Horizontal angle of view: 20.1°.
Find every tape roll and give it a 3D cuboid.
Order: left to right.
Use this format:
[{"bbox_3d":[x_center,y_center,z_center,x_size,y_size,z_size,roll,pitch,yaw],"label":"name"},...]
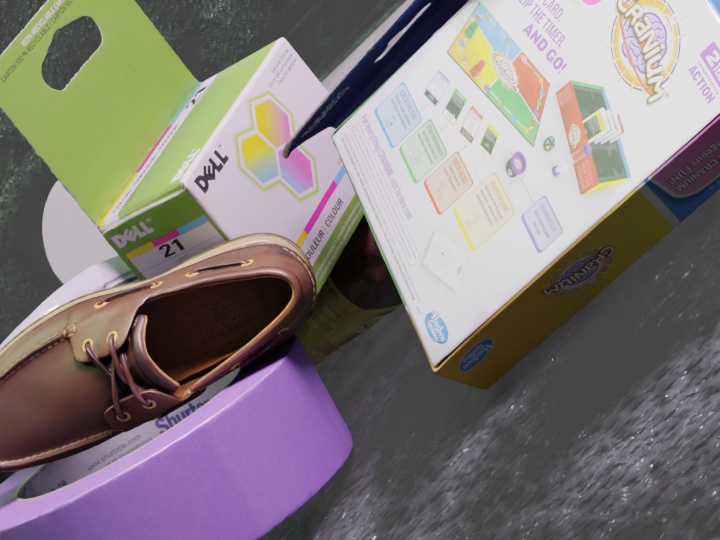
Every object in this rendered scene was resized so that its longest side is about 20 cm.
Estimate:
[{"bbox_3d":[-0.105,0.110,1.052,0.200,0.066,0.200,-29,9,5],"label":"tape roll"}]

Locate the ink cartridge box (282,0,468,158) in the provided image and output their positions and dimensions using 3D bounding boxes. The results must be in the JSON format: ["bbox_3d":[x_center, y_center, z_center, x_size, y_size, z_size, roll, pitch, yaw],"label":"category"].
[{"bbox_3d":[0.072,-0.137,1.054,0.200,0.041,0.200,-38,-5,-44],"label":"ink cartridge box"}]

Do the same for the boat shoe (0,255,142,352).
[{"bbox_3d":[-0.123,0.031,1.123,0.200,0.067,0.074,-37,-13,-44],"label":"boat shoe"}]

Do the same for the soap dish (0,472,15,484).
[{"bbox_3d":[-0.164,0.097,1.256,0.157,0.082,0.200,-4,-16,-34],"label":"soap dish"}]

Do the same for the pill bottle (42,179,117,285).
[{"bbox_3d":[-0.119,-0.032,1.413,0.200,0.113,0.112,-6,-28,-50],"label":"pill bottle"}]

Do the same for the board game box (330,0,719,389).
[{"bbox_3d":[0.087,-0.066,0.921,0.200,0.040,0.153,-42,50,25],"label":"board game box"}]

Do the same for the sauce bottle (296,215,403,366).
[{"bbox_3d":[0.000,0.000,1.192,0.200,0.066,0.066,-35,17,46],"label":"sauce bottle"}]

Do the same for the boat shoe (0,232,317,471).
[{"bbox_3d":[-0.114,0.041,1.019,0.199,0.072,0.068,-27,6,-1],"label":"boat shoe"}]

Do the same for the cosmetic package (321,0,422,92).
[{"bbox_3d":[0.011,-0.083,1.334,0.200,0.107,0.090,-37,14,37],"label":"cosmetic package"}]

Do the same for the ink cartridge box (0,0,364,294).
[{"bbox_3d":[-0.092,-0.076,1.110,0.076,0.200,0.148,-22,26,37],"label":"ink cartridge box"}]
